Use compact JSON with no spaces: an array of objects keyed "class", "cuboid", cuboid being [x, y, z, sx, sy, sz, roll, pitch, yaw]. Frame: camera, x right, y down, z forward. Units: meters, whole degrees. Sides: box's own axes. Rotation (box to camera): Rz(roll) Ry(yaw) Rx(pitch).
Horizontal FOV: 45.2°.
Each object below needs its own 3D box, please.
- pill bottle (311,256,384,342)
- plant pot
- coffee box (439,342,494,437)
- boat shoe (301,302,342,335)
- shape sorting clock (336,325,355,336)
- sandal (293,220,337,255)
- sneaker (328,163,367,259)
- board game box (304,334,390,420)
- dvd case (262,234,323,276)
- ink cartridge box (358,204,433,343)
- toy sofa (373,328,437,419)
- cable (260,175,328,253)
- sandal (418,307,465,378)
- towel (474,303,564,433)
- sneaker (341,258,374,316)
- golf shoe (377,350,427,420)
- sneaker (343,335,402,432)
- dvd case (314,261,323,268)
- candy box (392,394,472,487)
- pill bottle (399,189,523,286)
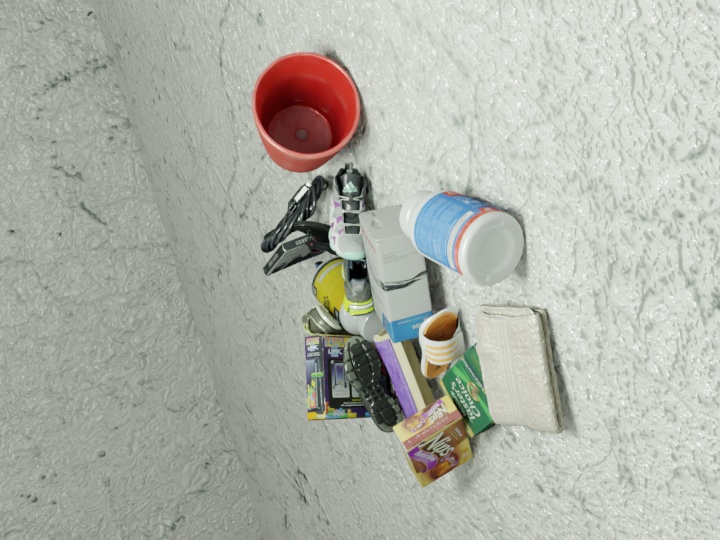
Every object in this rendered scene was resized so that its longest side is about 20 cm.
[{"class":"pill bottle","cuboid":[-0.011,0.061,1.767,0.200,0.112,0.112,43,147,47]},{"class":"plant pot","cuboid":[-0.106,-0.276,1.609,0.177,0.200,0.201,123,123,-76]},{"class":"coffee box","cuboid":[0.207,0.203,1.481,0.123,0.044,0.200,61,157,15]},{"class":"boat shoe","cuboid":[-0.085,0.110,1.786,0.072,0.060,0.202,48,176,-5]},{"class":"shape sorting clock","cuboid":[-0.020,0.209,1.863,0.039,0.200,0.201,-13,101,27]},{"class":"sandal","cuboid":[-0.066,-0.053,1.740,0.200,0.075,0.048,32,-120,-58]},{"class":"sneaker","cuboid":[-0.022,-0.125,1.624,0.200,0.077,0.140,-106,17,-47]},{"class":"board game box","cuboid":[-0.022,0.218,1.757,0.057,0.200,0.166,-14,75,43]},{"class":"dvd case","cuboid":[-0.123,-0.047,1.877,0.025,0.150,0.200,65,158,7]},{"class":"ink cartridge box","cuboid":[0.064,0.003,1.538,0.145,0.084,0.201,-119,16,-63]},{"class":"toy sofa","cuboid":[0.086,0.203,1.649,0.201,0.097,0.083,69,-157,-3]},{"class":"cable","cuboid":[-0.133,-0.109,1.791,0.051,0.200,0.163,40,-176,-15]},{"class":"sandal","cuboid":[0.150,0.142,1.527,0.059,0.079,0.207,51,161,33]},{"class":"towel","cuboid":[0.239,0.148,1.315,0.132,0.034,0.201,0,105,52]},{"class":"sneaker","cuboid":[0.000,0.000,1.682,0.200,0.074,0.081,-97,7,-55]},{"class":"golf shoe","cuboid":[0.096,0.240,1.737,0.088,0.077,0.201,-3,111,54]},{"class":"sneaker","cuboid":[0.015,0.226,1.707,0.079,0.075,0.201,154,93,-78]},{"class":"dvd case","cuboid":[-0.046,0.081,1.991,0.143,0.017,0.201,14,122,63]},{"class":"candy box","cuboid":[0.135,0.315,1.581,0.057,0.116,0.200,56,172,33]},{"class":"pill bottle","cuboid":[0.143,-0.059,1.303,0.200,0.112,0.113,33,139,54]}]
